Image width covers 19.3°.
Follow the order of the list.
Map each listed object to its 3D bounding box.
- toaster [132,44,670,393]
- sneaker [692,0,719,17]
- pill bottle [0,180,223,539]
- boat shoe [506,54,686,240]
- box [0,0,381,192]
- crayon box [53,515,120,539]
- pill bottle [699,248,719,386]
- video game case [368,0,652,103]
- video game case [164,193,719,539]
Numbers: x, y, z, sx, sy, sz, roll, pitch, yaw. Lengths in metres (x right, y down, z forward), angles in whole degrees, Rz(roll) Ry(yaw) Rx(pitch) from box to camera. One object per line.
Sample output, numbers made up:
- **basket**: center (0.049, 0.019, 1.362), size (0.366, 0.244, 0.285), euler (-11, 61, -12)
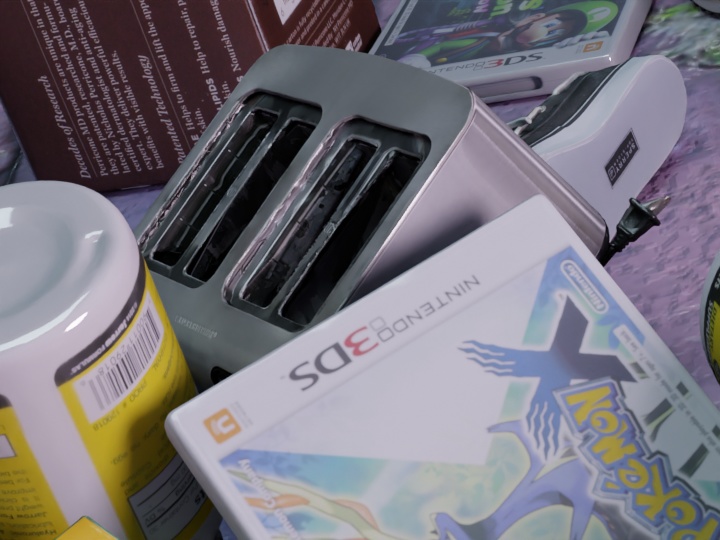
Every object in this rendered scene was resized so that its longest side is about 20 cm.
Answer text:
- **toaster**: center (0.000, 0.000, 0.959), size (0.181, 0.119, 0.200), euler (22, 74, 52)
- **sneaker**: center (0.245, -0.194, 1.238), size (0.070, 0.094, 0.200), euler (-27, 28, -13)
- **pill bottle**: center (-0.118, 0.071, 0.873), size (0.111, 0.200, 0.111), euler (-10, 40, 9)
- **boat shoe**: center (0.097, -0.051, 1.099), size (0.068, 0.074, 0.199), euler (-1, 38, 39)
- **box**: center (-0.118, -0.165, 1.355), size (0.199, 0.165, 0.166), euler (-7, 31, 25)
- **crayon box**: center (-0.070, 0.183, 0.735), size (0.200, 0.058, 0.119), euler (30, 54, 32)
- **pill bottle**: center (0.203, 0.047, 0.787), size (0.112, 0.113, 0.200), euler (-20, 21, 1)
- **video game case**: center (0.098, -0.162, 1.358), size (0.181, 0.023, 0.200), euler (-7, 30, 24)
- **video game case**: center (0.055, 0.089, 0.797), size (0.182, 0.022, 0.200), euler (-31, 70, -19)
